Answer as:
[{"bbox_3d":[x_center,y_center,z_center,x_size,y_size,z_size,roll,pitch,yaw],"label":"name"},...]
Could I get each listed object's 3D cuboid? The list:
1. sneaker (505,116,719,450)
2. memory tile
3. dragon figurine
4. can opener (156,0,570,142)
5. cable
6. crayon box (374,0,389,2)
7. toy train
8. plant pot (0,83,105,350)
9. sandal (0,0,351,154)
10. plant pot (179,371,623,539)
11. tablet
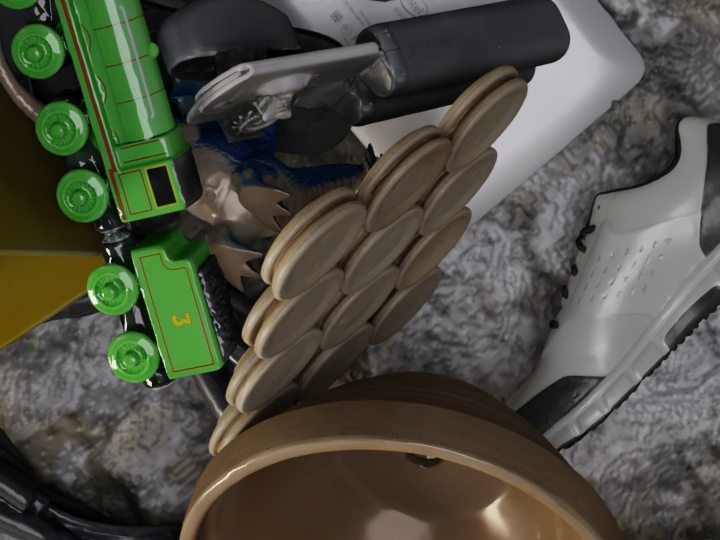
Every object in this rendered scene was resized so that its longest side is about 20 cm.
[{"bbox_3d":[0.125,0.011,0.949,0.080,0.074,0.200,43,92,5],"label":"sneaker"},{"bbox_3d":[0.000,0.000,0.855,0.017,0.200,0.153,43,59,14],"label":"memory tile"},{"bbox_3d":[-0.071,-0.050,0.875,0.199,0.100,0.059,25,113,-2],"label":"dragon figurine"},{"bbox_3d":[0.003,-0.101,0.857,0.199,0.053,0.067,-16,77,-39],"label":"can opener"},{"bbox_3d":[-0.114,0.065,0.949,0.199,0.051,0.164,25,94,-7],"label":"cable"},{"bbox_3d":[-0.065,-0.190,0.831,0.199,0.058,0.119,5,127,-21],"label":"crayon box"},{"bbox_3d":[-0.097,-0.047,0.805,0.056,0.042,0.201,-11,105,14],"label":"toy train"},{"bbox_3d":[-0.249,-0.032,0.829,0.199,0.200,0.177,-32,79,16],"label":"plant pot"},{"bbox_3d":[-0.099,-0.091,0.908,0.199,0.043,0.077,1,106,0],"label":"sandal"},{"bbox_3d":[0.024,0.114,0.898,0.199,0.093,0.202,7,132,7],"label":"plant pot"},{"bbox_3d":[0.028,-0.128,0.932,0.130,0.014,0.200,-40,103,4],"label":"tablet"}]
